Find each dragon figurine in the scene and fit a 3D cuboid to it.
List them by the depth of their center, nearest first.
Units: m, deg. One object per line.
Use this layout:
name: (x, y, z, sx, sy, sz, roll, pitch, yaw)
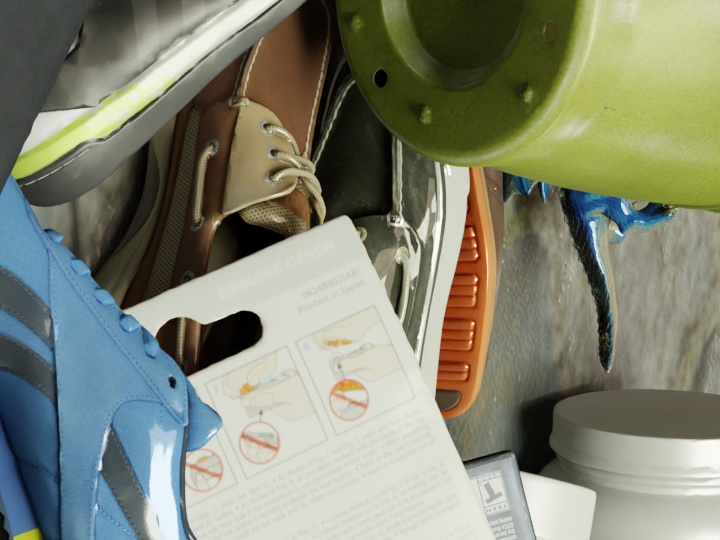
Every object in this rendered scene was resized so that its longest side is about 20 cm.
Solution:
dragon figurine: (0.105, -0.057, 0.883, 0.099, 0.059, 0.202, 15, 86, -17)

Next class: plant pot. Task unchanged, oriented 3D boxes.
plant pot: (0.099, -0.114, 0.703, 0.192, 0.199, 0.203, -9, 103, -45)

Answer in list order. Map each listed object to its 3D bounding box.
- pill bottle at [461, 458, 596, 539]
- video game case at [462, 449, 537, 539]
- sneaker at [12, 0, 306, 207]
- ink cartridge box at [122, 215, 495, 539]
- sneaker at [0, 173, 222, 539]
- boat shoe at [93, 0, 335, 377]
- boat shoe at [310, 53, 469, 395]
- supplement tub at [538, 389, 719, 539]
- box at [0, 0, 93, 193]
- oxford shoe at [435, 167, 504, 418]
pill bottle: (0.043, 0.190, 0.811, 0.114, 0.113, 0.202, 21, 79, -52)
video game case: (0.021, 0.191, 0.741, 0.141, 0.019, 0.202, -14, 88, -9)
sneaker: (-0.074, -0.110, 0.622, 0.200, 0.071, 0.083, -48, 120, -17)
ink cartridge box: (-0.036, 0.103, 0.647, 0.159, 0.047, 0.202, -24, 88, -17)
sneaker: (-0.094, 0.029, 0.580, 0.078, 0.066, 0.202, -20, 91, -7)
boat shoe: (-0.045, -0.024, 0.694, 0.076, 0.071, 0.202, 34, 69, -49)
boat shoe: (0.000, 0.000, 0.759, 0.063, 0.070, 0.202, -10, 105, -53)
supplement tub: (0.159, 0.173, 0.934, 0.144, 0.144, 0.202, -9, 103, -52)
box: (-0.178, -0.100, 0.472, 0.197, 0.117, 0.201, 42, 64, -47)
oxford shoe: (0.045, -0.034, 0.815, 0.073, 0.071, 0.202, -13, 105, -55)
